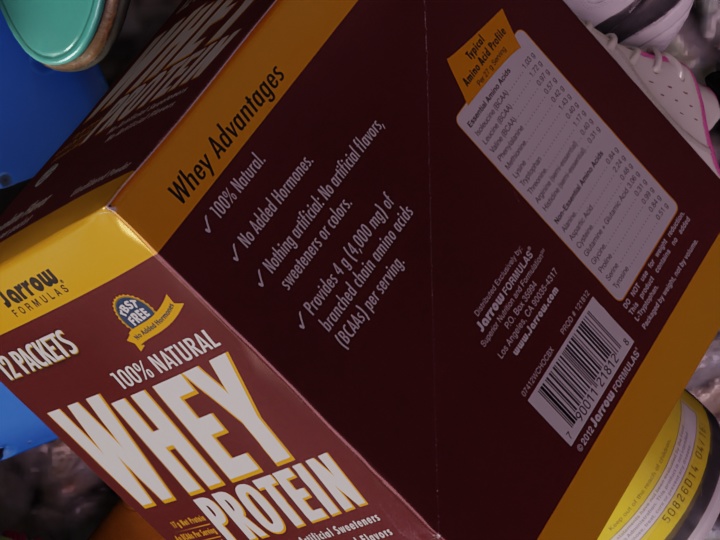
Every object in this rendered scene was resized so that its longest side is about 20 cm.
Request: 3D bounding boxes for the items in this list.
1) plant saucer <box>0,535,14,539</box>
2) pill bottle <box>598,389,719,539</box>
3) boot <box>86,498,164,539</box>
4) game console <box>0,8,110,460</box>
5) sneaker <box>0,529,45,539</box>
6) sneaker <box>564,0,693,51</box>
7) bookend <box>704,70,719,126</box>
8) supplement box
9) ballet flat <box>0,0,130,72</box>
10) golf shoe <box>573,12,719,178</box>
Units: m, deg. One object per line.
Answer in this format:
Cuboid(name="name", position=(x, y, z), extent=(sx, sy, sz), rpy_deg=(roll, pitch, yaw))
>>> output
Cuboid(name="plant saucer", position=(-0.179, 0.172, 0.973), extent=(0.200, 0.031, 0.200), rpy_deg=(-2, 126, -2))
Cuboid(name="pill bottle", position=(0.057, 0.052, 1.009), extent=(0.200, 0.112, 0.112), rpy_deg=(40, 101, -24))
Cuboid(name="boot", position=(-0.080, 0.089, 1.026), extent=(0.144, 0.071, 0.201), rpy_deg=(-36, 106, 19))
Cuboid(name="game console", position=(-0.187, -0.010, 0.899), extent=(0.200, 0.118, 0.171), rpy_deg=(-21, 76, -16))
Cuboid(name="sneaker", position=(-0.220, 0.145, 1.012), extent=(0.200, 0.081, 0.088), rpy_deg=(23, 121, -10))
Cuboid(name="sneaker", position=(0.098, -0.179, 0.930), extent=(0.115, 0.075, 0.200), rpy_deg=(13, 114, -22))
Cuboid(name="bookend", position=(0.226, -0.101, 0.982), extent=(0.200, 0.092, 0.199), rpy_deg=(-24, 118, -1))
Cuboid(name="supplement box", position=(0.000, 0.000, 0.827), extent=(0.200, 0.133, 0.197), rpy_deg=(46, 55, -15))
Cuboid(name="ballet flat", position=(-0.112, -0.173, 0.868), extent=(0.068, 0.068, 0.200), rpy_deg=(-13, 92, 29))
Cuboid(name="golf shoe", position=(0.087, -0.069, 0.936), extent=(0.092, 0.075, 0.200), rpy_deg=(-41, 120, -13))
